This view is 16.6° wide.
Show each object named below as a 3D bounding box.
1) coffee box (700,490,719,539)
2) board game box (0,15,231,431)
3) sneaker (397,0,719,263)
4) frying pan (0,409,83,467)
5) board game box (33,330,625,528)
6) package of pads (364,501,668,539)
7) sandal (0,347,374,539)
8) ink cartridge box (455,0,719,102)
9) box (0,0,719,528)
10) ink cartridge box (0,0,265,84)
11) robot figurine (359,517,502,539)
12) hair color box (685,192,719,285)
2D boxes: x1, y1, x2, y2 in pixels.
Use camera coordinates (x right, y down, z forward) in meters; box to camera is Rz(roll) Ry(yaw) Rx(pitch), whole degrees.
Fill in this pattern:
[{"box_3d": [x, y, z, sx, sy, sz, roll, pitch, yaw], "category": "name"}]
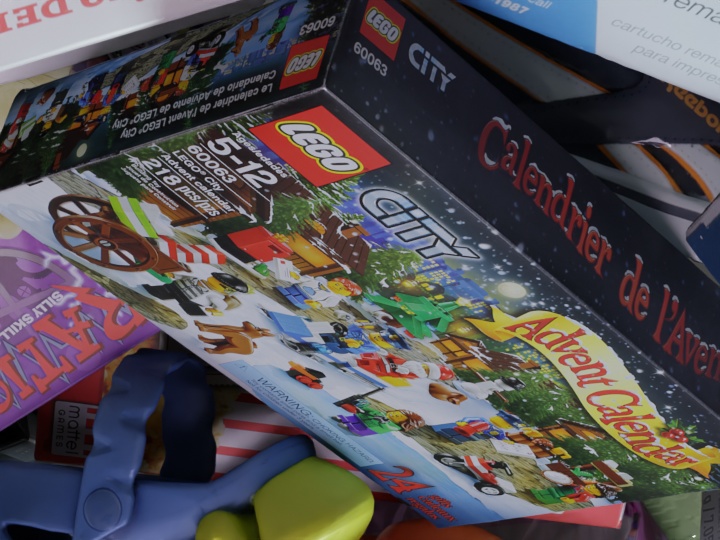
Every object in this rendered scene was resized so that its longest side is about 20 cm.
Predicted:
[{"box_3d": [0.260, 0.150, 0.895, 0.199, 0.201, 0.198, 25, 141, -27], "category": "coffee box"}, {"box_3d": [-0.115, -0.016, 0.744, 0.199, 0.032, 0.120, -32, 120, 19], "category": "board game box"}, {"box_3d": [0.088, -0.045, 0.703, 0.199, 0.080, 0.078, 20, -176, -3], "category": "sneaker"}, {"box_3d": [-0.103, 0.053, 0.892, 0.114, 0.031, 0.190, -16, 168, -6], "category": "frying pan"}, {"box_3d": [0.000, 0.000, 0.796, 0.199, 0.046, 0.152, 6, 122, -3], "category": "board game box"}, {"box_3d": [0.067, 0.135, 0.968, 0.120, 0.076, 0.200, -1, 163, 15], "category": "package of pads"}, {"box_3d": [-0.095, 0.095, 0.774, 0.199, 0.087, 0.079, -33, 167, 7], "category": "sandal"}, {"box_3d": [0.105, -0.136, 0.591, 0.144, 0.084, 0.200, 19, 144, -20], "category": "ink cartridge box"}, {"box_3d": [0.012, 0.004, 0.685, 0.136, 0.038, 0.200, -13, 140, 43], "category": "box"}, {"box_3d": [-0.082, -0.117, 0.585, 0.116, 0.068, 0.201, -17, 130, -6], "category": "ink cartridge box"}, {"box_3d": [-0.009, 0.154, 0.831, 0.199, 0.145, 0.117, -21, 161, 21], "category": "robot figurine"}, {"box_3d": [0.180, -0.053, 0.612, 0.061, 0.200, 0.100, 52, 146, 8], "category": "hair color box"}]
